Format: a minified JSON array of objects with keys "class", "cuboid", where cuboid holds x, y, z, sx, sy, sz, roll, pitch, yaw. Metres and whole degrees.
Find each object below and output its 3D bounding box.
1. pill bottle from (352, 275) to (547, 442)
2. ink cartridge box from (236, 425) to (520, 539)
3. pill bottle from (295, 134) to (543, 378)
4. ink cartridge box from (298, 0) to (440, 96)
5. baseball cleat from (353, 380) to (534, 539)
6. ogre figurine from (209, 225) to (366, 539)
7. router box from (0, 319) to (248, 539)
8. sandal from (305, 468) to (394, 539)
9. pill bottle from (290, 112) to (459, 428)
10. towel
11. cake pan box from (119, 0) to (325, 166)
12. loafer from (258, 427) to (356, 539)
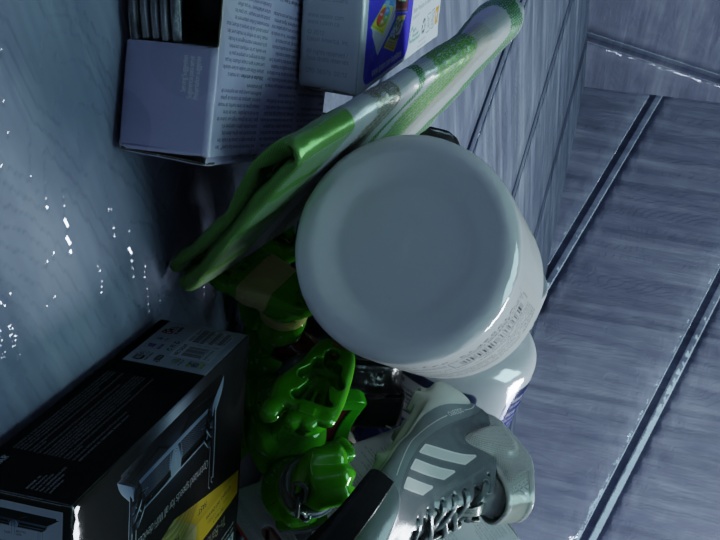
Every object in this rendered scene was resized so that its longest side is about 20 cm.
[{"class":"pill bottle","cuboid":[0.065,0.079,0.950,0.120,0.119,0.201,-58,170,-60]},{"class":"ink cartridge box","cuboid":[0.002,0.170,0.797,0.200,0.109,0.050,-12,147,-47]},{"class":"pill bottle","cuboid":[0.043,0.002,0.697,0.200,0.114,0.115,31,68,-75]},{"class":"ink cartridge box","cuboid":[0.018,-0.218,0.714,0.198,0.043,0.201,-50,149,-65]},{"class":"baseball cleat","cuboid":[0.051,0.136,0.762,0.200,0.106,0.070,-55,169,-55]},{"class":"ogre figurine","cuboid":[-0.042,0.071,0.721,0.098,0.200,0.120,-21,143,-26]},{"class":"router box","cuboid":[-0.111,0.130,0.582,0.200,0.052,0.158,-47,144,-69]},{"class":"sandal","cuboid":[-0.041,0.181,0.612,0.200,0.045,0.075,-49,178,18]},{"class":"pill bottle","cuboid":[0.000,0.000,0.853,0.112,0.111,0.201,0,98,-77]},{"class":"towel","cuboid":[-0.007,-0.073,0.674,0.200,0.031,0.149,-36,175,-41]},{"class":"cake pan box","cuboid":[-0.058,-0.149,0.641,0.200,0.052,0.185,-30,125,-74]},{"class":"loafer","cuboid":[-0.030,0.143,0.907,0.200,0.063,0.072,-67,160,-59]}]
